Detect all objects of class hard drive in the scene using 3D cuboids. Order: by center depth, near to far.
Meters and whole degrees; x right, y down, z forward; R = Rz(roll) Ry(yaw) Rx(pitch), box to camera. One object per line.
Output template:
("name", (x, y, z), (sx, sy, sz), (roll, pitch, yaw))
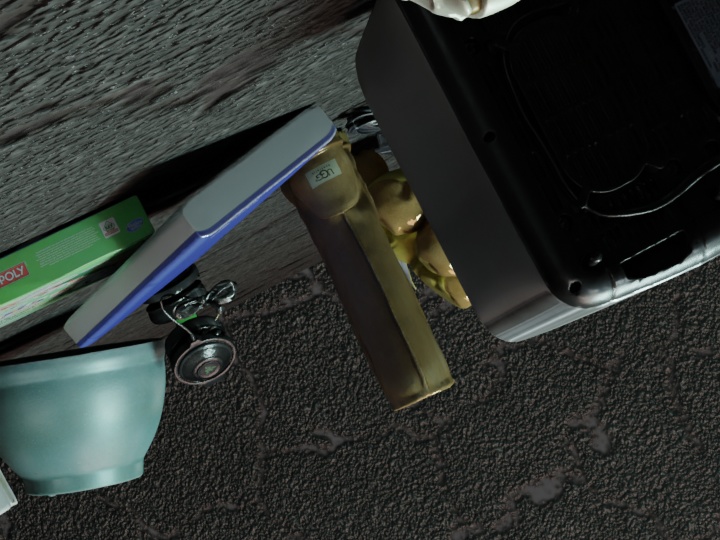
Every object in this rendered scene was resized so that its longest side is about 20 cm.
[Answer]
("hard drive", (-0.107, -0.025, 1.029), (0.132, 0.025, 0.200), (-42, -177, -37))

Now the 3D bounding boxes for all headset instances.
("headset", (-0.158, 0.044, 1.548), (0.093, 0.124, 0.200), (-27, 173, -5))

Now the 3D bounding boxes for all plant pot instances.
("plant pot", (-0.284, 0.148, 1.578), (0.198, 0.135, 0.200), (-8, 180, 0))

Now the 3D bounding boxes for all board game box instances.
("board game box", (-0.233, 0.017, 1.014), (0.199, 0.029, 0.135), (-26, 178, -17))

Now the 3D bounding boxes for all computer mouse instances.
("computer mouse", (0.027, -0.113, 1.192), (0.058, 0.034, 0.200), (-10, 177, 13))

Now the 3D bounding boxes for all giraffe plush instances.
("giraffe plush", (0.084, -0.076, 1.403), (0.162, 0.172, 0.200), (-47, 170, -7))

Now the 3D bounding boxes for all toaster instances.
("toaster", (0.119, -0.075, 0.745), (0.180, 0.201, 0.119), (-26, 174, -18))

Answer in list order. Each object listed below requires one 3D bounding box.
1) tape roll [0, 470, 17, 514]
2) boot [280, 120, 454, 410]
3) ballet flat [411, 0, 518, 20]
("tape roll", (-0.287, 0.101, 0.756), (0.202, 0.140, 0.203), (-29, 179, 0))
("boot", (0.000, 0.000, 1.152), (0.066, 0.201, 0.175), (-26, 179, 4))
("ballet flat", (0.034, -0.112, 0.456), (0.073, 0.074, 0.200), (-26, 178, -28))
